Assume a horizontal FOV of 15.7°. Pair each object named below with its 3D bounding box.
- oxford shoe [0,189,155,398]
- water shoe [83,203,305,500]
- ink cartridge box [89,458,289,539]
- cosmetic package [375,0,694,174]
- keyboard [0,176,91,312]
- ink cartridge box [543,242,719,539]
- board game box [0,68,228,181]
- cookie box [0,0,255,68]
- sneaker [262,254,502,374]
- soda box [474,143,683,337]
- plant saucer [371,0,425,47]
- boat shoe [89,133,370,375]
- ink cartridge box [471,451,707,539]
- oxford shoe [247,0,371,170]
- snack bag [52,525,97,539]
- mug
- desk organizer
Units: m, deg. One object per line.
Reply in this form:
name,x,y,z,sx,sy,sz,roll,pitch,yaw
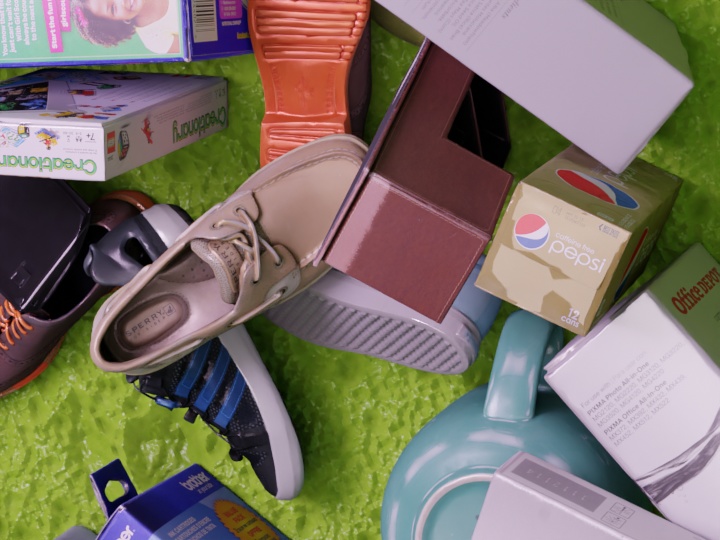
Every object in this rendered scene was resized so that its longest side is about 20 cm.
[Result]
oxford shoe,-0.212,0.022,1.629,0.200,0.073,0.071,-43,85,19
water shoe,-0.102,0.059,1.583,0.079,0.071,0.201,-27,102,-8
ink cartridge box,-0.090,0.197,1.587,0.200,0.136,0.077,37,105,8
cosmetic package,0.085,-0.151,1.457,0.200,0.102,0.071,34,111,-14
keyboard,-0.254,-0.040,1.619,0.127,0.021,0.200,-51,58,7
ink cartridge box,0.210,0.092,1.470,0.083,0.145,0.200,-42,86,21
board game box,-0.169,-0.088,1.531,0.125,0.200,0.035,4,103,17
cookie box,-0.165,-0.158,1.534,0.199,0.171,0.076,-1,96,17
sneaker,0.000,0.000,1.573,0.199,0.082,0.074,20,149,27
soda box,0.125,-0.022,1.449,0.067,0.200,0.064,25,106,10
plant saucer,0.060,-0.224,1.526,0.199,0.031,0.201,3,99,17
boat shoe,-0.071,-0.005,1.500,0.200,0.065,0.072,-35,92,5
ink cartridge box,0.142,0.219,1.432,0.199,0.045,0.177,25,116,18
oxford shoe,-0.025,-0.134,1.542,0.071,0.073,0.201,9,107,12
snack bag,-0.132,0.233,1.575,0.188,0.200,0.021,39,101,7
mug,0.081,0.134,1.535,0.151,0.114,0.186,-27,91,20
desk organizer,0.045,-0.063,1.459,0.077,0.200,0.072,28,126,-2
